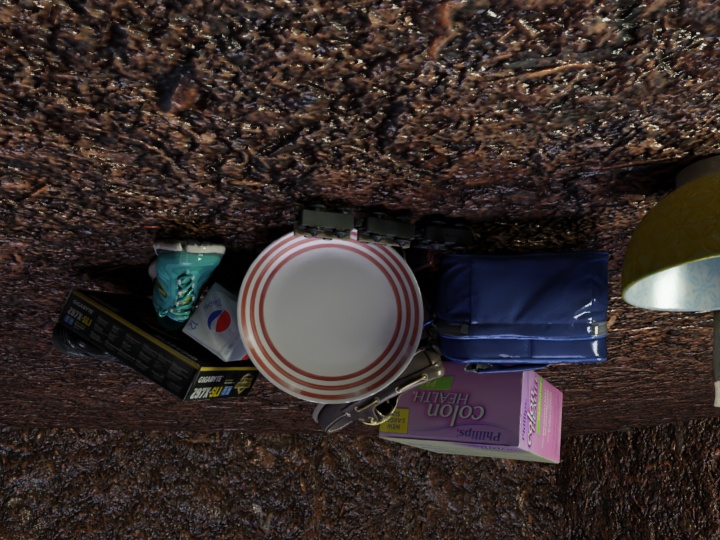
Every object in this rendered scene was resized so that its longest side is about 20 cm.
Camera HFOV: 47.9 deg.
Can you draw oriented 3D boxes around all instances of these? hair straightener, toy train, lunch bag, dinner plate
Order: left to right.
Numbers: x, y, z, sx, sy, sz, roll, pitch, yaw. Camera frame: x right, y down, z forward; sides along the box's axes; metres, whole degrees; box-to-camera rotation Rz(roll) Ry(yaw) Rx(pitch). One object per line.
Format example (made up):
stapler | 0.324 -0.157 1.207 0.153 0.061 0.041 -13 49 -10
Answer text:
dinner plate | -0.032 0.047 0.869 0.199 0.201 0.024 -2 -166 1
hair straightener | 0.000 0.000 0.935 0.077 0.041 0.200 -8 175 -31
toy train | 0.020 -0.041 0.813 0.199 0.034 0.046 6 173 -25
lunch bag | 0.167 0.046 0.886 0.199 0.133 0.136 -2 -179 3

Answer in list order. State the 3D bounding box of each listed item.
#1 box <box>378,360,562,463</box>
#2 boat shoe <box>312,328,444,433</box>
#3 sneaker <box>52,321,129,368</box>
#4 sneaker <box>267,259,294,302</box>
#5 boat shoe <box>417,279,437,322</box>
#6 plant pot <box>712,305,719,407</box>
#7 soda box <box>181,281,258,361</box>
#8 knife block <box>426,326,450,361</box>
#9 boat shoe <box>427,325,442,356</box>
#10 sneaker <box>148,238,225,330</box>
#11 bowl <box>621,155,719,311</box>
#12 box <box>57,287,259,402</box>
box | 0.145 0.180 1.025 0.175 0.097 0.200 -1 163 27
boat shoe | 0.018 0.143 0.942 0.200 0.060 0.072 -43 160 32
sneaker | -0.333 0.100 1.174 0.199 0.077 0.114 15 164 -29
sneaker | -0.052 0.058 0.935 0.085 0.077 0.201 10 133 24
boat shoe | 0.072 0.035 1.017 0.075 0.075 0.202 -35 172 -5
plant pot | 0.465 0.036 0.851 0.199 0.178 0.200 -8 161 21
soda box | -0.146 0.065 0.983 0.063 0.068 0.200 34 178 6
knife block | 0.174 0.082 1.093 0.175 0.064 0.200 -22 162 2
boat shoe | 0.130 0.125 1.174 0.199 0.075 0.093 27 146 16
sneaker | -0.194 0.015 0.896 0.077 0.080 0.200 4 162 -16
bowl | 0.327 -0.039 0.714 0.199 0.108 0.200 -1 164 0
box | -0.239 0.090 0.991 0.199 0.050 0.160 28 -178 20
